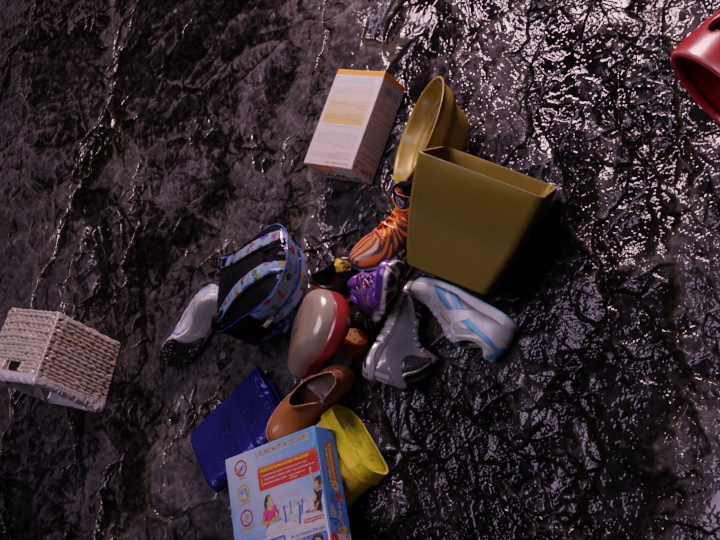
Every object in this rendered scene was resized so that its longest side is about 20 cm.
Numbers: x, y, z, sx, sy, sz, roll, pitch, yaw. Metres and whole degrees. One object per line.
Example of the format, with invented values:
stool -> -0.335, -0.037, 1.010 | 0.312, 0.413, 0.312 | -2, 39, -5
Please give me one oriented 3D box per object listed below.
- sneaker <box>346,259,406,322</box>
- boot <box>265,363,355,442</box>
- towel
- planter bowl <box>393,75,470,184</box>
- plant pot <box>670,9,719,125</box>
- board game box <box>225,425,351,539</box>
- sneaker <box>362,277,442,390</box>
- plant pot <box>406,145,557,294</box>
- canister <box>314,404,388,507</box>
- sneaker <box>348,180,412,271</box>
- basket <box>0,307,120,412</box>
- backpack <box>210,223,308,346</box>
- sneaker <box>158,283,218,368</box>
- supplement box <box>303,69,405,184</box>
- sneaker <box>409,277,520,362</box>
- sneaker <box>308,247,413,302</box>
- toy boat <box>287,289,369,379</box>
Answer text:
sneaker -> 0.019, 0.031, 1.715 | 0.083, 0.200, 0.081 | 29, 67, 1
boot -> -0.099, 0.225, 1.729 | 0.200, 0.155, 0.074 | -44, 81, 5
towel -> -0.218, 0.294, 1.887 | 0.200, 0.049, 0.148 | -44, 47, 13
planter bowl -> 0.134, -0.227, 1.782 | 0.200, 0.083, 0.201 | -160, 90, -78
plant pot -> 0.563, -0.293, 1.427 | 0.182, 0.200, 0.200 | -45, 50, 3
board game box -> -0.119, 0.375, 1.656 | 0.199, 0.056, 0.197 | -24, 63, 30
sneaker -> 0.093, 0.114, 1.714 | 0.115, 0.075, 0.201 | 23, 67, 14
plant pot -> 0.175, -0.075, 1.613 | 0.199, 0.200, 0.177 | 22, 104, 12
canister -> -0.067, 0.344, 1.717 | 0.200, 0.086, 0.149 | -45, 52, 16
sneaker -> 0.056, -0.087, 1.746 | 0.200, 0.112, 0.078 | -35, 51, -8
basket -> -0.644, 0.190, 2.171 | 0.197, 0.200, 0.162 | 2, 67, 38
backpack -> -0.167, 0.021, 1.872 | 0.200, 0.134, 0.183 | -36, 41, 35
sneaker -> -0.332, 0.113, 2.049 | 0.200, 0.072, 0.073 | -52, 14, 17
supplement box -> -0.010, -0.273, 1.946 | 0.126, 0.073, 0.201 | 13, 80, 41
sneaker -> 0.153, 0.074, 1.651 | 0.200, 0.076, 0.081 | 28, 86, 33
sneaker -> 0.000, 0.000, 1.809 | 0.199, 0.090, 0.070 | -24, 58, 29
toy boat -> -0.048, 0.116, 1.781 | 0.200, 0.130, 0.131 | 121, 158, -65
